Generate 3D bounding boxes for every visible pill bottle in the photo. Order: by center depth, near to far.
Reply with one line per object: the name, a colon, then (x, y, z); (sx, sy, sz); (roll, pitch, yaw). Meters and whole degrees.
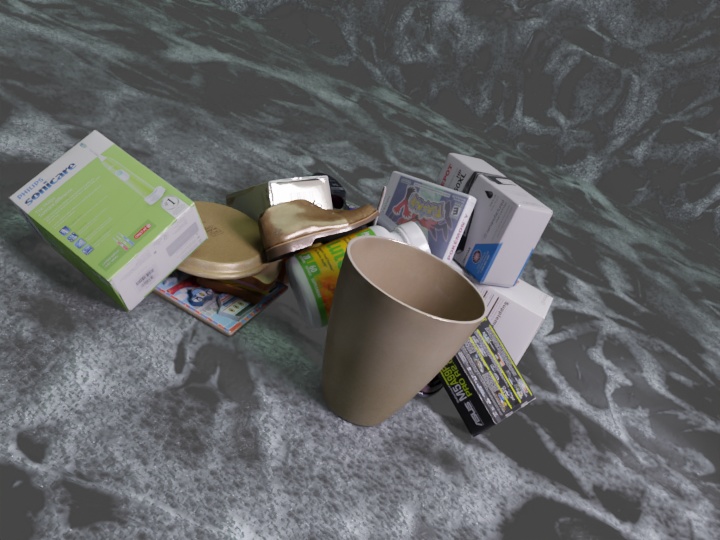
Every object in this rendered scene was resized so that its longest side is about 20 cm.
pill bottle: (0.000, 0.000, 1.090); (0.199, 0.111, 0.111); (-22, 40, -12)

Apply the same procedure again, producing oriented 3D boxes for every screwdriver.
screwdriver: (0.018, -0.047, 1.192); (0.029, 0.201, 0.028); (21, 33, -2)

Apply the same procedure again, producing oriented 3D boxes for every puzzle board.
puzzle board: (-0.205, 0.017, 1.080); (0.150, 0.017, 0.200); (29, 24, 8)

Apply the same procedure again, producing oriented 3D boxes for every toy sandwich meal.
toy sandwich meal: (-0.213, -0.027, 1.070); (0.204, 0.071, 0.206); (14, 32, -9)

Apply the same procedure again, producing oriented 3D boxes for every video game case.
video game case: (0.087, -0.063, 1.258); (0.023, 0.183, 0.200); (19, 5, -42)

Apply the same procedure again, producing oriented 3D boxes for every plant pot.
plant pot: (0.031, 0.090, 0.932); (0.186, 0.201, 0.188); (21, 23, -9)

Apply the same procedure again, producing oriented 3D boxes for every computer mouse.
computer mouse: (-0.039, -0.104, 1.300); (0.058, 0.034, 0.200); (1, 41, -33)

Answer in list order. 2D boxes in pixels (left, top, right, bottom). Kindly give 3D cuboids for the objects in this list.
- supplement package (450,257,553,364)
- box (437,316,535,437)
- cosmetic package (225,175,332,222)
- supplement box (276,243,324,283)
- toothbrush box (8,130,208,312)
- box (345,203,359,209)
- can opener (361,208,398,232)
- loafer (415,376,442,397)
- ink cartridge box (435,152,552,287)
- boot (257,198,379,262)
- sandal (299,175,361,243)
supplement package: (0.208, 0.060, 1.272); (0.199, 0.120, 0.121); (31, 23, 11)
box: (0.160, 0.125, 1.079); (0.160, 0.044, 0.201); (-9, 65, -58)
cosmetic package: (-0.134, -0.102, 1.186); (0.105, 0.072, 0.200); (-10, 5, -30)
supplement box: (-0.078, -0.032, 1.229); (0.069, 0.067, 0.200); (33, 23, 27)
toothbrush box: (-0.323, -0.068, 0.963); (0.200, 0.086, 0.146); (35, 67, 20)
box: (-0.064, -0.092, 1.364); (0.199, 0.070, 0.064); (18, 25, -12)
can opener: (0.063, -0.024, 1.182); (0.067, 0.054, 0.200); (-14, 48, -45)
loafer: (0.114, 0.123, 1.120); (0.072, 0.063, 0.200); (31, 24, 11)
ink cartridge box: (0.201, -0.087, 1.239); (0.084, 0.145, 0.200); (6, 28, -35)
boot: (-0.058, -0.077, 1.078); (0.199, 0.074, 0.076); (-19, 86, -35)
sandal: (-0.058, -0.105, 1.226); (0.075, 0.048, 0.201); (-15, 45, -22)
